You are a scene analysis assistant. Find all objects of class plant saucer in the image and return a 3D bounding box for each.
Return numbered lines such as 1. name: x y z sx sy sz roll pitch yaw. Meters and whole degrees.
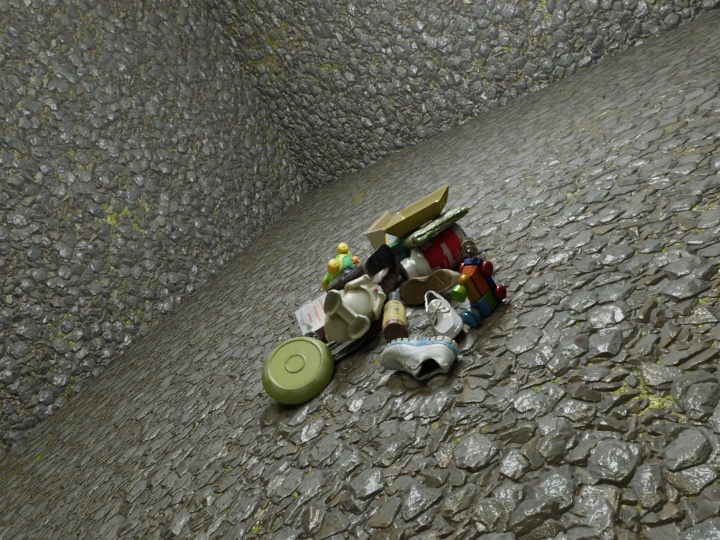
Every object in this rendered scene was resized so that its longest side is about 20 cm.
1. plant saucer: -0.167 0.249 1.371 0.195 0.031 0.203 -7 46 7
2. plant saucer: 0.177 -0.170 1.581 0.197 0.049 0.200 -27 12 25

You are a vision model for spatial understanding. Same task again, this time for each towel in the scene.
1. towel: 0.212 -0.127 1.514 0.198 0.037 0.148 -33 4 -7

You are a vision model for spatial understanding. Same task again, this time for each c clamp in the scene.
1. c clamp: -0.067 0.207 1.478 0.197 0.027 0.171 -30 18 8

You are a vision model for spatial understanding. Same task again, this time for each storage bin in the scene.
1. storage bin: 0.149 -0.169 1.987 0.198 0.095 0.199 -13 26 45

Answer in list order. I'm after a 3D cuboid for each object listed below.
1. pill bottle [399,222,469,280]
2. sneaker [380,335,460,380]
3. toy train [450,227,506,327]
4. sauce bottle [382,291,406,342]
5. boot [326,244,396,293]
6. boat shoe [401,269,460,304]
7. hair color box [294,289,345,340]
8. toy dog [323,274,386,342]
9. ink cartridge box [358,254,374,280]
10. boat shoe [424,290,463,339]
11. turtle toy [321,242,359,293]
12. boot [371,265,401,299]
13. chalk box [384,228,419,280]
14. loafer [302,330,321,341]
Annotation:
1. pill bottle: 0.216 -0.040 1.515 0.198 0.114 0.112 -32 18 -2
2. sneaker: 0.115 0.198 1.141 0.197 0.076 0.087 -17 28 39
3. toy train: 0.240 0.021 1.188 0.116 0.202 0.084 -46 23 -29
4. sauce bottle: 0.090 0.117 1.395 0.065 0.067 0.201 -27 19 12
5. boot: 0.000 0.000 1.550 0.172 0.070 0.199 -29 0 37
6. boat shoe: 0.189 0.048 1.429 0.063 0.073 0.198 -1 -14 -38
7. hair color box: -0.091 0.130 1.595 0.197 0.064 0.112 -30 46 0
8. toy dog: -0.002 0.107 1.426 0.199 0.138 0.197 -37 -25 -51
9. ink cartridge box: -0.019 0.050 1.807 0.201 0.057 0.163 -48 13 19
10. boat shoe: 0.186 0.103 1.253 0.071 0.070 0.200 -40 16 6
11. turtle toy: -0.066 0.020 1.721 0.147 0.099 0.202 112 -176 -53
12. boot: 0.054 0.043 1.619 0.147 0.070 0.200 -54 12 -5
13. chalk box: 0.158 -0.066 1.660 0.122 0.126 0.201 -28 19 11
14. loafer: -0.173 0.263 1.446 0.201 0.072 0.071 -53 -3 -31
